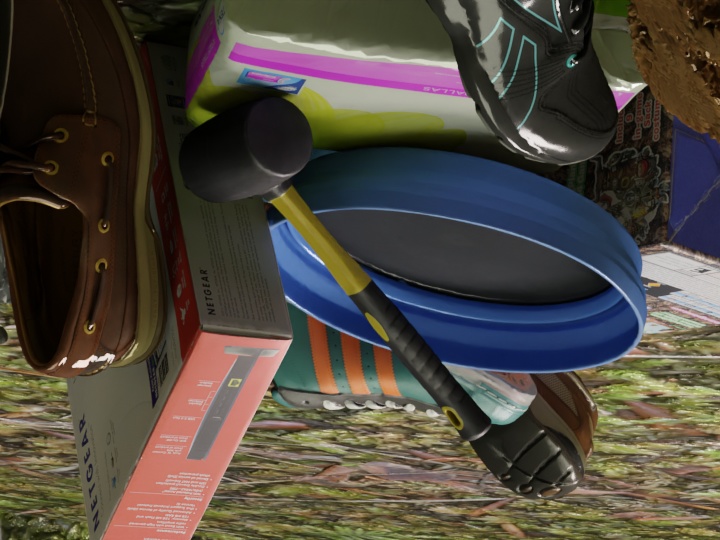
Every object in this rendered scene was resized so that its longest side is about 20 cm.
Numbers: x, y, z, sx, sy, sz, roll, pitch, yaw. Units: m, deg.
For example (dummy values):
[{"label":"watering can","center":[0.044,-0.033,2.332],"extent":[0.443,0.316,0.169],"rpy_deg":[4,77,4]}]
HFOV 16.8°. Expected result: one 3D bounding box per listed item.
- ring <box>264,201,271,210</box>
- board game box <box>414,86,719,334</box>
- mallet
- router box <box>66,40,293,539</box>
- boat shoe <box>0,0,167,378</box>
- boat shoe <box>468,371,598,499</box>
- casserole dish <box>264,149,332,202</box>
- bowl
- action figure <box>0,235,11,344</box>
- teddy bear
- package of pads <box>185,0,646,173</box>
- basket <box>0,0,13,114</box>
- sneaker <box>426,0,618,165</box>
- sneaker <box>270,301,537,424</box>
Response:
[{"label":"ring","center":[-0.108,-0.026,1.433],"extent":[0.200,0.019,0.200],"rpy_deg":[5,167,1]},{"label":"board game box","center":[0.140,-0.030,1.331],"extent":[0.159,0.097,0.200],"rpy_deg":[17,162,-42]},{"label":"mallet","center":[0.000,0.000,1.134],"extent":[0.200,0.041,0.066],"rpy_deg":[46,148,-9]},{"label":"router box","center":[-0.101,0.017,1.245],"extent":[0.049,0.200,0.180],"rpy_deg":[7,134,-23]},{"label":"boat shoe","center":[-0.139,-0.047,1.130],"extent":[0.072,0.201,0.068],"rpy_deg":[-1,-169,35]},{"label":"boat shoe","center":[0.071,0.043,1.442],"extent":[0.076,0.074,0.200],"rpy_deg":[-20,113,43]},{"label":"casserole dish","center":[-0.051,-0.044,1.460],"extent":[0.121,0.039,0.200],"rpy_deg":[1,165,10]},{"label":"bowl","center":[0.047,-0.004,1.225],"extent":[0.200,0.039,0.201],"rpy_deg":[11,159,4]},{"label":"action figure","center":[-0.189,-0.064,1.177],"extent":[0.055,0.200,0.118],"rpy_deg":[6,-148,15]},{"label":"teddy bear","center":[0.123,-0.129,0.879],"extent":[0.145,0.067,0.200],"rpy_deg":[36,164,54]},{"label":"package of pads","center":[0.024,-0.101,1.135],"extent":[0.199,0.068,0.155],"rpy_deg":[7,166,-10]},{"label":"basket","center":[-0.270,-0.103,1.050],"extent":[0.200,0.181,0.136],"rpy_deg":[9,-175,20]},{"label":"sneaker","center":[0.067,-0.115,0.982],"extent":[0.079,0.076,0.200],"rpy_deg":[-18,138,22]},{"label":"sneaker","center":[-0.002,0.048,1.364],"extent":[0.200,0.080,0.071],"rpy_deg":[25,-163,7]}]
